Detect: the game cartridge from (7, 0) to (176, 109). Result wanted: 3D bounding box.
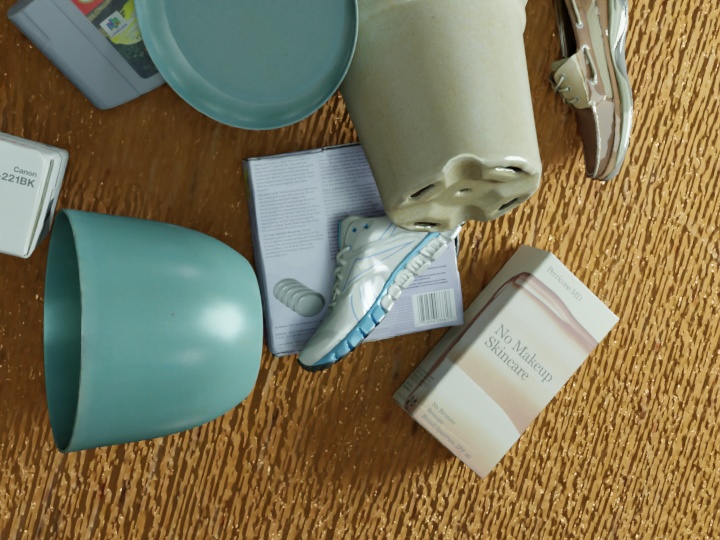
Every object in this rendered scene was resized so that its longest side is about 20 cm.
[{"bbox_3d":[-0.183,-0.233,0.985,0.199,0.041,0.133,-37,130,9],"label":"game cartridge"}]

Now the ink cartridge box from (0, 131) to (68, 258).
[{"bbox_3d":[-0.320,-0.075,0.929,0.143,0.200,0.085,14,93,-12],"label":"ink cartridge box"}]

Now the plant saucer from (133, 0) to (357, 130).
[{"bbox_3d":[-0.091,-0.215,0.933,0.198,0.027,0.202,9,118,18],"label":"plant saucer"}]

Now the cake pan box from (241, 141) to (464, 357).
[{"bbox_3d":[-0.002,-0.028,1.077,0.198,0.052,0.186,-10,100,-10],"label":"cake pan box"}]

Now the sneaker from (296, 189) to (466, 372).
[{"bbox_3d":[0.000,0.000,1.026,0.087,0.075,0.200,41,79,-7],"label":"sneaker"}]

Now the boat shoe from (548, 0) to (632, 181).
[{"bbox_3d":[0.214,-0.185,1.096,0.071,0.076,0.202,-2,88,-8],"label":"boat shoe"}]

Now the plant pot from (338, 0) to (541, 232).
[{"bbox_3d":[0.068,-0.140,0.970,0.199,0.201,0.185,-9,70,-10],"label":"plant pot"}]

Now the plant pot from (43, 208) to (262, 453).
[{"bbox_3d":[-0.176,0.050,0.983,0.160,0.200,0.203,0,96,-24],"label":"plant pot"}]

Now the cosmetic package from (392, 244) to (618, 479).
[{"bbox_3d":[0.137,0.085,1.098,0.103,0.087,0.200,40,87,-12],"label":"cosmetic package"}]
